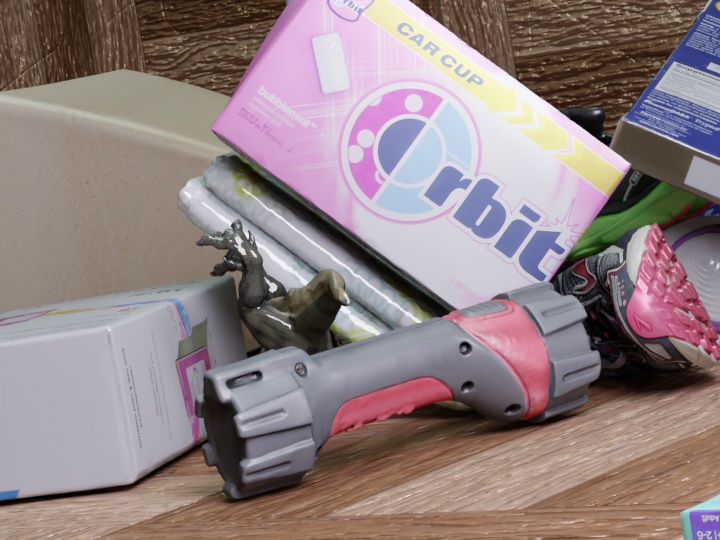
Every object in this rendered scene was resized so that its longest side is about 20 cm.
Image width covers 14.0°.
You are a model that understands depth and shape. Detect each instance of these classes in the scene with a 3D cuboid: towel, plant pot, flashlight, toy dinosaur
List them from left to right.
[{"bbox_3d":[-0.130,-0.025,2.026,0.176,0.201,0.200,6,11,23],"label":"plant pot"},{"bbox_3d":[-0.044,0.019,1.476,0.047,0.088,0.200,-32,-15,-23],"label":"toy dinosaur"},{"bbox_3d":[0.000,0.000,1.603,0.048,0.200,0.171,-54,-4,15],"label":"towel"},{"bbox_3d":[0.019,0.061,1.417,0.199,0.068,0.068,-18,-28,-28],"label":"flashlight"}]

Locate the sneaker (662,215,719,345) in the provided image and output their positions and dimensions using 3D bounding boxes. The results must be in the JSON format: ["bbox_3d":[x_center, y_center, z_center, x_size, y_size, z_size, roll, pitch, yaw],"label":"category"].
[{"bbox_3d":[0.248,0.007,1.630,0.199,0.075,0.100,-8,-13,25],"label":"sneaker"}]

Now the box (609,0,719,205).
[{"bbox_3d":[0.222,-0.087,1.617,0.121,0.033,0.200,23,32,11],"label":"box"}]

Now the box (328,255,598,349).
[{"bbox_3d":[0.072,0.022,1.808,0.160,0.049,0.200,-14,7,-27],"label":"box"}]

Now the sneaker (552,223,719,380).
[{"bbox_3d":[0.138,0.027,1.526,0.074,0.081,0.200,-28,0,-1],"label":"sneaker"}]

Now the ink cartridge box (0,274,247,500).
[{"bbox_3d":[-0.157,0.064,1.577,0.144,0.085,0.200,-9,4,17],"label":"ink cartridge box"}]

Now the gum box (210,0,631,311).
[{"bbox_3d":[0.026,-0.066,1.520,0.114,0.200,0.066,-54,0,-1],"label":"gum box"}]

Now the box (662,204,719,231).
[{"bbox_3d":[0.196,-0.040,1.912,0.199,0.065,0.070,5,-5,-40],"label":"box"}]

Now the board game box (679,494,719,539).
[{"bbox_3d":[0.221,0.073,0.960,0.151,0.045,0.200,-5,7,39],"label":"board game box"}]

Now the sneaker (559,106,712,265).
[{"bbox_3d":[0.124,-0.049,1.701,0.199,0.084,0.077,-21,-5,44],"label":"sneaker"}]
